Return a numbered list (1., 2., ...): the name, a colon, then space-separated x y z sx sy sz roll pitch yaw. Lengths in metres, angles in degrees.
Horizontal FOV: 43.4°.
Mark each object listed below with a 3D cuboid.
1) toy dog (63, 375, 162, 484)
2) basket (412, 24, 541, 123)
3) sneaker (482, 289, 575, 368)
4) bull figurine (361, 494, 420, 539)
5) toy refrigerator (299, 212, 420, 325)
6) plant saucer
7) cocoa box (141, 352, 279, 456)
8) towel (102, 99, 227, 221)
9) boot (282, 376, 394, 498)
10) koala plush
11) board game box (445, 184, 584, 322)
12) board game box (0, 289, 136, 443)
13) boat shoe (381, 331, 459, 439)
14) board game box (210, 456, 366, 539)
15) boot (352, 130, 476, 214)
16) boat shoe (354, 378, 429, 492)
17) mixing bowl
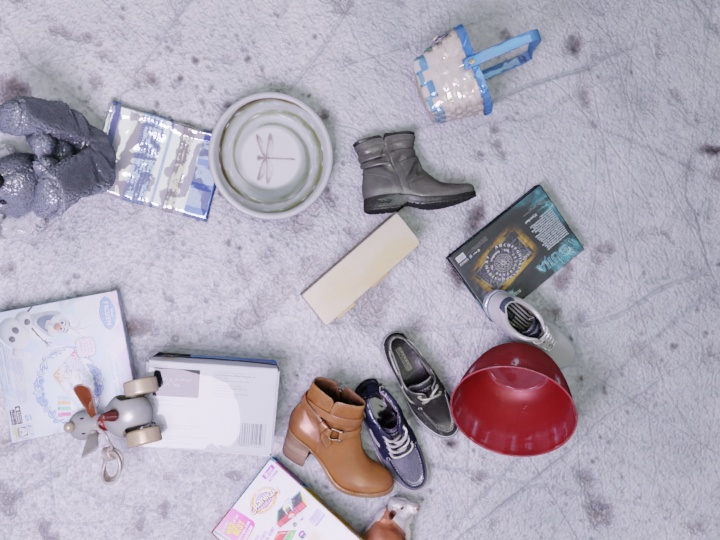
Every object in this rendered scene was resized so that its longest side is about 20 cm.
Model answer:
1. toy dog: -0.369 0.218 1.295 0.200 0.096 0.133 -41 64 29
2. basket: 0.184 -0.319 1.427 0.197 0.176 0.141 -18 88 4
3. sneaker: 0.283 0.105 1.472 0.199 0.071 0.074 34 91 -21
4. bull figurine: 0.033 0.458 1.454 0.199 0.065 0.122 -40 93 -5
5. toy refrigerator: 0.000 0.000 1.450 0.199 0.076 0.070 -40 94 -6
6. plant saucer: -0.143 -0.181 1.446 0.197 0.050 0.204 0 90 -7
7. cocoa box: -0.228 0.202 1.390 0.197 0.131 0.136 5 89 -7
8. towel: -0.321 -0.173 1.437 0.197 0.024 0.149 16 88 -7
9. boot: -0.016 0.260 1.418 0.198 0.077 0.157 28 120 5
10. koala plush: -0.487 -0.142 1.358 0.198 0.183 0.179 -27 88 25
11. board game box: 0.258 -0.028 1.505 0.199 0.028 0.136 -37 96 -6
12. board game box: -0.456 0.147 1.406 0.196 0.043 0.203 -10 91 -6
13. boat shoe: 0.098 0.191 1.466 0.070 0.064 0.201 -35 94 -6
14. board game box: -0.112 0.417 1.419 0.199 0.040 0.153 39 85 13
15. boot: 0.090 -0.166 1.471 0.197 0.068 0.133 -5 84 -9
16. boat shoe: 0.054 0.272 1.445 0.074 0.093 0.202 -31 93 -6
17. mixing bowl: 0.248 0.189 1.442 0.197 0.109 0.202 9 131 10
